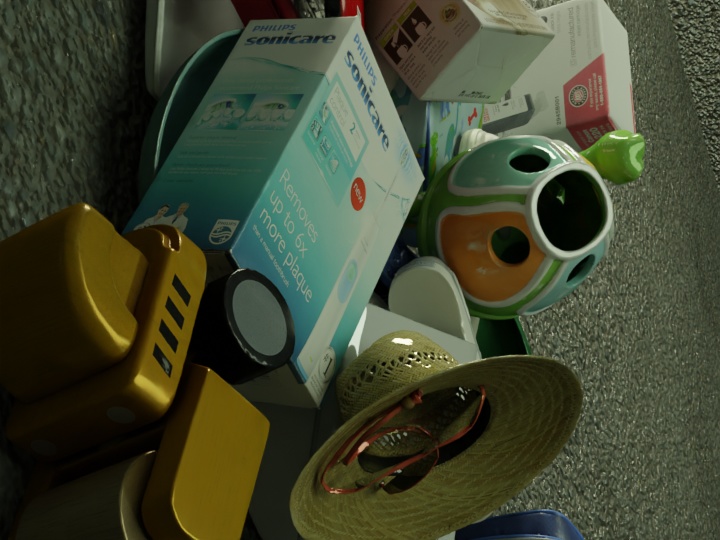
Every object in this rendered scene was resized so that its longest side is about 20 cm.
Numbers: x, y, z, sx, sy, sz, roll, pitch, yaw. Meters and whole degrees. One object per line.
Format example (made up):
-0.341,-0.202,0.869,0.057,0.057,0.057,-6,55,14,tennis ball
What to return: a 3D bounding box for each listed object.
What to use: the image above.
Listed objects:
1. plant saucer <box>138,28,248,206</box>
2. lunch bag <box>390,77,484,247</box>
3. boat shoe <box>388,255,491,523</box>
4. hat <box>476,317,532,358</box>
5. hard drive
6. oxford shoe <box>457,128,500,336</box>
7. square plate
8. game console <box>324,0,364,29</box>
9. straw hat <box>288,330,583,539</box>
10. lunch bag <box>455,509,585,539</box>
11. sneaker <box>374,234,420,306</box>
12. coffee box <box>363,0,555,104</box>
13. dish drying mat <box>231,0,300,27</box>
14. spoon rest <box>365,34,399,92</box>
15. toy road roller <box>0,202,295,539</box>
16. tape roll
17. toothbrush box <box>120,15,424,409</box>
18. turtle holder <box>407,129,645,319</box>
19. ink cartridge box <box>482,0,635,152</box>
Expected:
-0.088,-0.056,0.950,0.200,0.036,0.201,-10,102,-61,plant saucer
0.051,-0.119,1.252,0.200,0.082,0.162,-48,145,-63,lunch bag
0.064,0.086,1.081,0.069,0.072,0.201,-47,119,-71,boat shoe
0.047,0.102,1.276,0.200,0.175,0.167,172,-96,-75,hat
0.018,0.133,0.961,0.132,0.026,0.201,22,70,-43,hard drive
0.103,-0.028,1.209,0.075,0.057,0.201,66,31,-63,oxford shoe
-0.099,-0.171,1.032,0.200,0.028,0.199,36,47,-59,square plate
-0.062,-0.235,1.004,0.200,0.118,0.173,-37,124,-86,game console
0.031,0.084,0.893,0.085,0.201,0.201,59,8,35,straw hat
0.150,0.297,1.275,0.200,0.135,0.133,54,33,-47,lunch bag
0.000,0.000,1.124,0.200,0.078,0.070,51,31,-52,sneaker
0.043,-0.228,1.137,0.114,0.080,0.200,-6,54,-54,coffee box
-0.053,-0.152,1.017,0.018,0.077,0.200,-41,127,-17,dish drying mat
-0.016,-0.181,1.167,0.061,0.099,0.201,54,23,-43,spoon rest
-0.133,0.061,0.734,0.146,0.123,0.201,43,39,-32,toy road roller
-0.018,0.111,1.043,0.202,0.070,0.204,-11,90,-67,tape roll
-0.048,-0.038,0.903,0.201,0.085,0.147,-65,145,-36,toothbrush box
0.140,-0.037,1.127,0.185,0.132,0.142,-2,82,-30,turtle holder
0.160,-0.170,1.434,0.085,0.199,0.146,36,47,-52,ink cartridge box
